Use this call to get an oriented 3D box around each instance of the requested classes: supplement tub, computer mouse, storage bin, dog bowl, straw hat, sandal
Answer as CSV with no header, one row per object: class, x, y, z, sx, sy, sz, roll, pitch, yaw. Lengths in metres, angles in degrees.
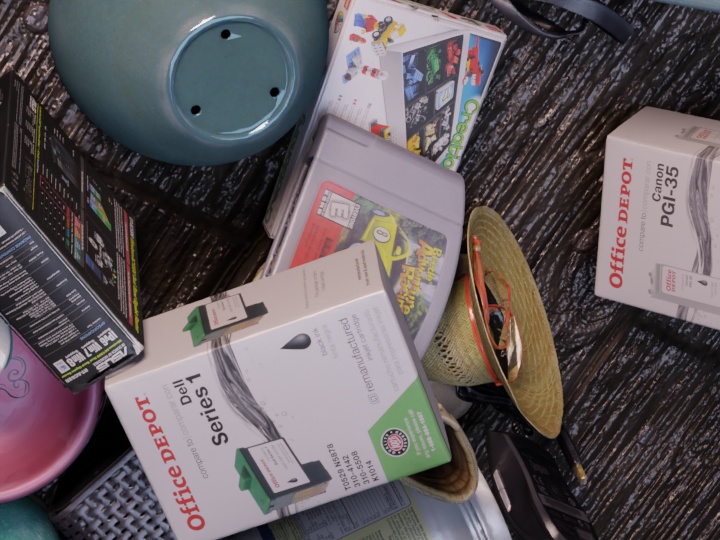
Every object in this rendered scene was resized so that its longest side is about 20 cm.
supplement tub,0.012,0.230,1.508,0.200,0.145,0.145,-25,120,-8
computer mouse,0.145,0.173,1.505,0.046,0.200,0.140,-43,142,19
storage bin,-0.129,0.139,1.403,0.200,0.135,0.094,-41,100,4
dog bowl,-0.274,0.079,1.341,0.200,0.074,0.200,-2,98,-16
straw hat,0.083,0.048,1.446,0.085,0.201,0.201,-18,123,17
sandal,0.108,-0.209,1.378,0.200,0.076,0.043,20,105,-16

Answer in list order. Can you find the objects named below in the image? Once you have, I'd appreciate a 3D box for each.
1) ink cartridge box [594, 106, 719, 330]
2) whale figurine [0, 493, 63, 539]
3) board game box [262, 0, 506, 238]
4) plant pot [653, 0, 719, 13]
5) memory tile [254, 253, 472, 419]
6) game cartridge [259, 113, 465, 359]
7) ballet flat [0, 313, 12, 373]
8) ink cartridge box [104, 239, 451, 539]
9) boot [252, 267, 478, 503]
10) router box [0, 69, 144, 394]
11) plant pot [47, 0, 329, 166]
ink cartridge box,0.290,-0.031,1.449,0.083,0.200,0.147,-35,133,-51
whale figurine,-0.286,0.258,1.437,0.159,0.104,0.200,-16,121,-13
board game box,0.017,-0.105,1.409,0.126,0.035,0.200,14,109,-21
plant pot,0.174,-0.299,1.295,0.200,0.196,0.196,1,114,-10
memory tile,0.006,0.058,1.498,0.200,0.017,0.153,-1,115,-20
game cartridge,0.000,0.000,1.351,0.133,0.041,0.200,24,73,-18
ballet flat,-0.295,-0.016,1.259,0.069,0.200,0.069,-19,161,-7
ink cartridge box,-0.057,0.087,1.264,0.200,0.084,0.146,-20,115,5
boot,0.006,0.083,1.410,0.072,0.155,0.200,-41,122,2
router box,-0.216,-0.030,1.262,0.062,0.200,0.150,-33,117,9
plant pot,-0.105,-0.153,1.287,0.200,0.135,0.200,-8,118,-16
